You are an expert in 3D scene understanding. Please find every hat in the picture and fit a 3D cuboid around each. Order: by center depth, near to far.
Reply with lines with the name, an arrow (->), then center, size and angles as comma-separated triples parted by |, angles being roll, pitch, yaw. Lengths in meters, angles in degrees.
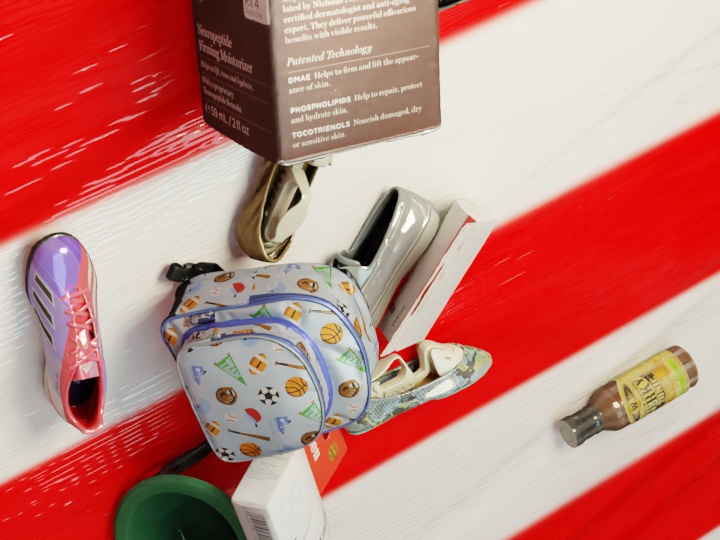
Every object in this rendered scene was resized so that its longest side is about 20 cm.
hat -> -0.159, 0.272, 1.513 | 0.164, 0.176, 0.201 | -6, 110, 18

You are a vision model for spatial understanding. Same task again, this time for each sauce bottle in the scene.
sauce bottle -> 0.347, 0.168, 1.781 | 0.199, 0.065, 0.065 | -29, 131, -18

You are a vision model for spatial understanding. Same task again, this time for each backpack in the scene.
backpack -> -0.080, 0.082, 1.320 | 0.189, 0.154, 0.201 | -16, 121, 9

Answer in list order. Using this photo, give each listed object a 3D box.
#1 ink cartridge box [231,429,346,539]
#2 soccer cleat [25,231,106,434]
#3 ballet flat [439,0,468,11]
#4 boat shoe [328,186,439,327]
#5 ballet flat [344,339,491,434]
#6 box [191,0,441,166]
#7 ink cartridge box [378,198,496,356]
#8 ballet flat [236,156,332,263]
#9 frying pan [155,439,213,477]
ink cartridge box -> -0.055, 0.218, 1.439 | 0.201, 0.047, 0.161 | -59, 146, -38
soccer cleat -> -0.265, 0.059, 1.273 | 0.068, 0.073, 0.201 | -16, 126, -27
ballet flat -> 0.103, -0.288, 1.325 | 0.199, 0.057, 0.067 | -24, 128, -21
boat shoe -> 0.001, 0.000, 1.435 | 0.071, 0.070, 0.201 | 33, 93, -33
ballet flat -> 0.062, 0.117, 1.548 | 0.199, 0.074, 0.075 | -26, 130, -22
box -> -0.041, -0.218, 1.174 | 0.163, 0.166, 0.202 | -15, 115, -26
ink cartridge box -> 0.069, 0.005, 1.422 | 0.162, 0.050, 0.200 | -58, 167, 10
ballet flat -> -0.064, -0.095, 1.318 | 0.067, 0.072, 0.201 | 10, 111, -38
frying pan -> -0.124, 0.175, 1.474 | 0.190, 0.031, 0.115 | -44, 131, 0
